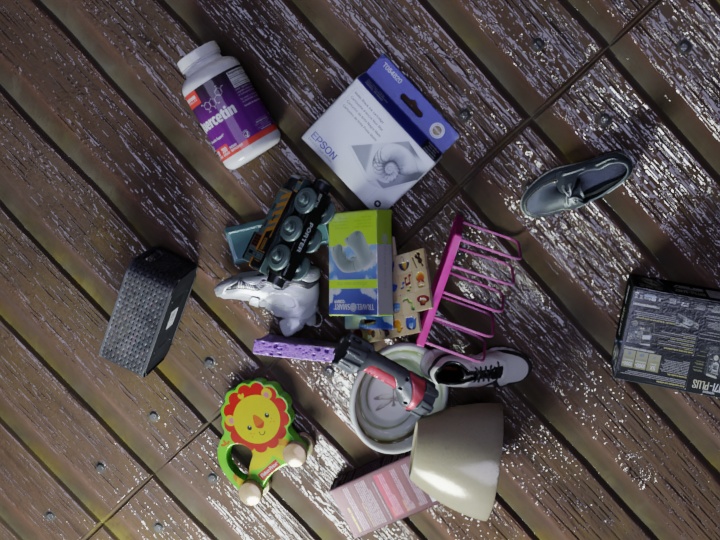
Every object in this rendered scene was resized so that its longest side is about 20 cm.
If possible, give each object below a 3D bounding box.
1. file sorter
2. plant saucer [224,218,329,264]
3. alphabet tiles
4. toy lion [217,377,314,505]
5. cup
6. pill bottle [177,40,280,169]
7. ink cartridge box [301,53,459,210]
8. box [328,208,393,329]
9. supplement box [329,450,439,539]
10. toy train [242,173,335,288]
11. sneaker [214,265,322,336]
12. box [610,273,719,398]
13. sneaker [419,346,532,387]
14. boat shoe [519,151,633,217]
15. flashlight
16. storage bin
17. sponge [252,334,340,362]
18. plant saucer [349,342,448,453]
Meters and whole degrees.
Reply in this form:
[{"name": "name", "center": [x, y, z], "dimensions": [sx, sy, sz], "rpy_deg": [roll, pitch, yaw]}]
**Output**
[{"name": "file sorter", "center": [0.187, 0.033, 1.689], "dimensions": [0.124, 0.139, 0.203], "rpy_deg": [19, 107, 1]}, {"name": "plant saucer", "center": [-0.147, -0.062, 1.785], "dimensions": [0.197, 0.019, 0.071], "rpy_deg": [-12, 102, 14]}, {"name": "alphabet tiles", "center": [0.045, 0.031, 1.700], "dimensions": [0.199, 0.007, 0.170], "rpy_deg": [-16, 78, 44]}, {"name": "toy lion", "center": [-0.195, 0.310, 1.873], "dimensions": [0.200, 0.069, 0.192], "rpy_deg": [-43, 87, 18]}, {"name": "cup", "center": [0.160, 0.321, 1.727], "dimensions": [0.141, 0.201, 0.203], "rpy_deg": [8, 106, 1]}, {"name": "pill bottle", "center": [-0.228, -0.282, 1.692], "dimensions": [0.112, 0.113, 0.202], "rpy_deg": [-29, 98, 16]}, {"name": "ink cartridge box", "center": [0.034, -0.227, 1.697], "dimensions": [0.200, 0.041, 0.200], "rpy_deg": [45, 107, -3]}, {"name": "box", "center": [0.000, 0.000, 1.706], "dimensions": [0.121, 0.047, 0.203], "rpy_deg": [-2, 88, 44]}, {"name": "supplement box", "center": [0.054, 0.406, 1.848], "dimensions": [0.198, 0.061, 0.110], "rpy_deg": [-26, 98, 14]}, {"name": "toy train", "center": [-0.124, -0.071, 1.715], "dimensions": [0.113, 0.085, 0.202], "rpy_deg": [23, 87, 39]}, {"name": "sneaker", "center": [-0.162, 0.059, 1.789], "dimensions": [0.197, 0.075, 0.117], "rpy_deg": [-7, 100, 8]}, {"name": "box", "center": [0.536, 0.110, 1.671], "dimensions": [0.197, 0.086, 0.166], "rpy_deg": [9, 106, 8]}, {"name": "sneaker", "center": [0.206, 0.179, 1.740], "dimensions": [0.197, 0.080, 0.075], "rpy_deg": [-2, 102, -6]}, {"name": "boat shoe", "center": [0.357, -0.140, 1.650], "dimensions": [0.198, 0.062, 0.074], "rpy_deg": [-22, 100, 15]}, {"name": "flashlight", "center": [0.041, 0.182, 1.700], "dimensions": [0.199, 0.068, 0.068], "rpy_deg": [29, 141, -25]}, {"name": "storage bin", "center": [-0.381, 0.073, 1.800], "dimensions": [0.093, 0.135, 0.202], "rpy_deg": [24, 107, 3]}, {"name": "sponge", "center": [-0.086, 0.141, 1.777], "dimensions": [0.197, 0.112, 0.030], "rpy_deg": [6, 91, 9]}, {"name": "plant saucer", "center": [0.062, 0.223, 1.779], "dimensions": [0.197, 0.050, 0.203], "rpy_deg": [-5, 102, -26]}]
